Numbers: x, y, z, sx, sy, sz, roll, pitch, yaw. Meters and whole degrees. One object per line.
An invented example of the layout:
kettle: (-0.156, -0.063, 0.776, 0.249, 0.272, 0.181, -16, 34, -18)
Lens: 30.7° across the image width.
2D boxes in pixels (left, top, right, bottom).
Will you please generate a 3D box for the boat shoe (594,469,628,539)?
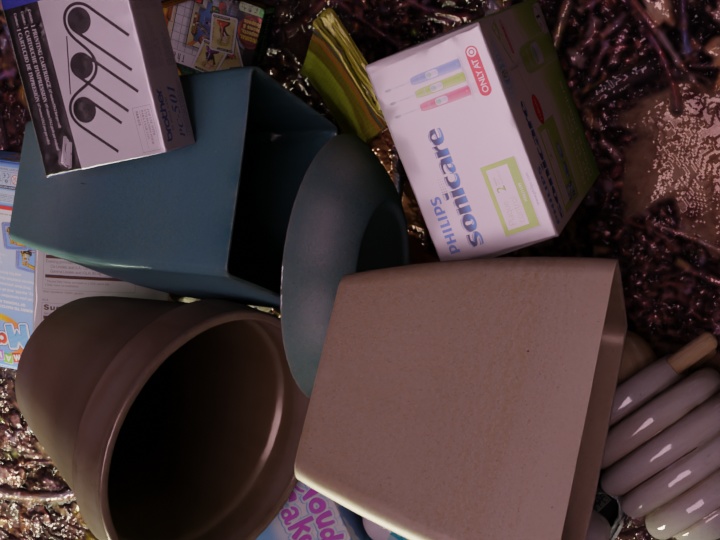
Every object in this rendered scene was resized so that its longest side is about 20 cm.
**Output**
boat shoe: (0.156, 0.239, 1.074, 0.074, 0.068, 0.199, 43, 116, 4)

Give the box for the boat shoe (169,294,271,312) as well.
boat shoe: (-0.062, -0.018, 1.083, 0.200, 0.075, 0.068, -34, 120, 19)

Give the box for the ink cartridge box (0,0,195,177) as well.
ink cartridge box: (-0.178, -0.168, 0.840, 0.094, 0.044, 0.200, -9, 100, 22)

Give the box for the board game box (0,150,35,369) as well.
board game box: (-0.303, -0.006, 1.194, 0.151, 0.037, 0.200, 9, 109, 17)

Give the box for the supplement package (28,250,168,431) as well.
supplement package: (-0.219, 0.023, 1.105, 0.109, 0.114, 0.200, 3, 107, -13)

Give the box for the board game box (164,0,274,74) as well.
board game box: (-0.174, -0.198, 1.091, 0.200, 0.023, 0.105, 21, 115, 14)

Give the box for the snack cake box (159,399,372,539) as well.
snack cake box: (-0.063, 0.195, 1.036, 0.115, 0.067, 0.200, -31, 68, 11)

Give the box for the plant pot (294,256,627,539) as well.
plant pot: (0.068, 0.097, 0.866, 0.177, 0.200, 0.200, 10, 78, 16)

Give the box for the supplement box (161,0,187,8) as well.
supplement box: (-0.124, -0.285, 0.933, 0.197, 0.200, 0.133, -12, 90, 24)

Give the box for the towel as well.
towel: (-0.013, -0.133, 0.962, 0.018, 0.200, 0.086, -32, 92, -5)

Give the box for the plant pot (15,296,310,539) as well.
plant pot: (-0.159, 0.098, 0.972, 0.173, 0.200, 0.200, 23, 116, 39)

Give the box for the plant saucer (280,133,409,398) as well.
plant saucer: (0.000, 0.000, 0.970, 0.039, 0.201, 0.201, 6, 109, 21)

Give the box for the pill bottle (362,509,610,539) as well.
pill bottle: (0.079, 0.184, 0.992, 0.200, 0.111, 0.111, 32, 115, 10)

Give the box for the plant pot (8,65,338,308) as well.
plant pot: (-0.140, -0.055, 0.944, 0.200, 0.141, 0.142, 2, 79, 24)

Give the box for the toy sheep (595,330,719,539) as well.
toy sheep: (0.238, 0.131, 0.976, 0.138, 0.138, 0.200, -42, 71, 27)

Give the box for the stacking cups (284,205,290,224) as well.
stacking cups: (-0.023, 0.027, 1.051, 0.060, 0.061, 0.200, 5, 125, 20)

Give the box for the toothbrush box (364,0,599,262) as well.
toothbrush box: (0.093, -0.101, 0.917, 0.086, 0.200, 0.146, -18, 99, 23)
